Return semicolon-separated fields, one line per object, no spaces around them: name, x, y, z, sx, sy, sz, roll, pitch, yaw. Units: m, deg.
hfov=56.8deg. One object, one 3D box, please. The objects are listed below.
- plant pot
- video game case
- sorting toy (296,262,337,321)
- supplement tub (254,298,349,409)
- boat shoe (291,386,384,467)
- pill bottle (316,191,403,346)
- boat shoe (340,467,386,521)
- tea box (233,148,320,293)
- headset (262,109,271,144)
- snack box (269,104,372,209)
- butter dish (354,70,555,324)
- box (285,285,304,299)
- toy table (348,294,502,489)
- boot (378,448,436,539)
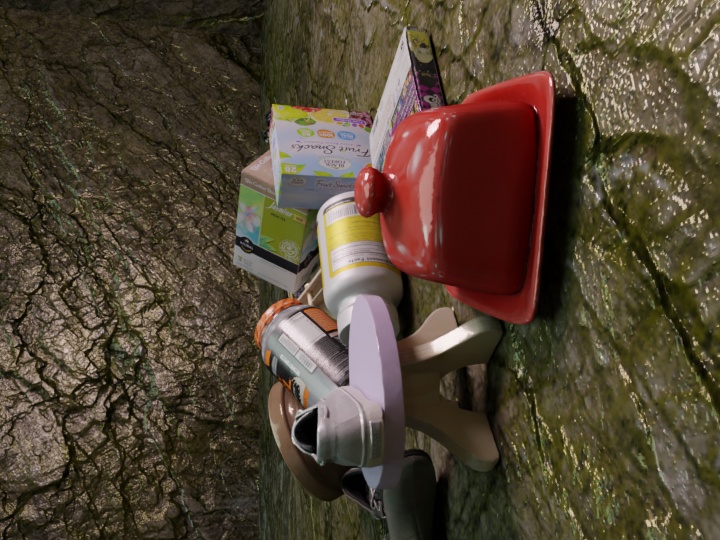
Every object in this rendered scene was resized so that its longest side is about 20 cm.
plant pot;-0.050;0.247;1.046;0.202;0.092;0.201;56;-167;-20
video game case;0.057;-0.174;0.865;0.201;0.035;0.183;112;156;-54
sorting toy;-0.031;0.096;1.084;0.200;0.106;0.182;-48;53;55
supplement tub;-0.062;0.133;0.977;0.199;0.122;0.124;38;130;36
boat shoe;-0.031;0.151;0.628;0.200;0.068;0.073;174;99;-77
pill bottle;0.000;0.000;0.919;0.112;0.110;0.202;111;157;-52
boat shoe;0.019;0.305;0.908;0.200;0.056;0.068;142;128;-72
tea box;-0.108;-0.109;1.156;0.200;0.132;0.198;-51;-20;-47
headset;-0.280;-0.480;2.261;0.199;0.093;0.125;5;88;61
snack box;-0.054;-0.179;1.044;0.201;0.166;0.068;-104;21;-45
butter dish;0.067;-0.066;0.584;0.199;0.146;0.203;-152;65;-75
box;-0.163;0.143;1.698;0.201;0.049;0.161;-109;23;-55
toy table;0.058;0.114;0.658;0.185;0.115;0.202;111;157;-54
boot;0.070;0.305;0.716;0.131;0.067;0.203;-126;33;-61
